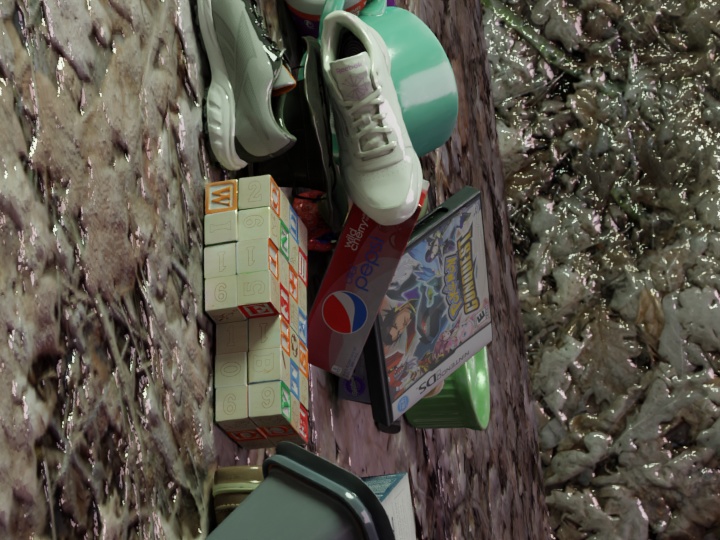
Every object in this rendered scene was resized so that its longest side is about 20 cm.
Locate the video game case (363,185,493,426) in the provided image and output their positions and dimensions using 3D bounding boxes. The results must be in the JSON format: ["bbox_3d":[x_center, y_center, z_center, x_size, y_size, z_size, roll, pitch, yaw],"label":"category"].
[{"bbox_3d":[0.070,0.038,1.702,0.180,0.025,0.202,-36,134,-33],"label":"video game case"}]

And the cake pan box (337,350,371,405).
[{"bbox_3d":[0.018,0.019,1.770,0.200,0.052,0.186,-71,168,-63],"label":"cake pan box"}]

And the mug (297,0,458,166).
[{"bbox_3d":[-0.001,-0.188,1.620,0.186,0.114,0.152,57,-32,10],"label":"mug"}]

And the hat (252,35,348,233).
[{"bbox_3d":[-0.064,-0.120,1.482,0.201,0.080,0.203,-10,90,-86],"label":"hat"}]

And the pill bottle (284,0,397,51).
[{"bbox_3d":[-0.013,-0.269,1.739,0.201,0.111,0.113,64,22,-55],"label":"pill bottle"}]

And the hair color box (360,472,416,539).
[{"bbox_3d":[0.010,0.279,1.666,0.200,0.060,0.101,-20,103,-78],"label":"hair color box"}]

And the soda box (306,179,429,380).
[{"bbox_3d":[0.000,0.000,1.551,0.070,0.063,0.202,-68,180,-66],"label":"soda box"}]

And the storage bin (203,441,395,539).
[{"bbox_3d":[-0.044,0.258,1.202,0.134,0.145,0.202,-38,129,-30],"label":"storage bin"}]

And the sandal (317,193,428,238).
[{"bbox_3d":[0.023,-0.078,1.656,0.082,0.055,0.199,51,28,11],"label":"sandal"}]

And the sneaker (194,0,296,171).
[{"bbox_3d":[-0.096,-0.190,1.392,0.074,0.078,0.203,7,75,-76],"label":"sneaker"}]

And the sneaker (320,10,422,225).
[{"bbox_3d":[-0.001,-0.137,1.440,0.100,0.074,0.202,41,33,-72],"label":"sneaker"}]

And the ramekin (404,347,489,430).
[{"bbox_3d":[0.106,0.113,2.112,0.200,0.097,0.202,-7,90,-78],"label":"ramekin"}]

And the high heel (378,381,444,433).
[{"bbox_3d":[0.059,0.086,1.875,0.200,0.071,0.144,117,-17,-56],"label":"high heel"}]

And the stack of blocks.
[{"bbox_3d":[-0.087,0.037,1.355,0.115,0.058,0.202,57,29,-64],"label":"stack of blocks"}]

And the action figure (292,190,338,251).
[{"bbox_3d":[-0.035,-0.054,1.680,0.200,0.051,0.066,-15,103,-76],"label":"action figure"}]

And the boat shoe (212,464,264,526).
[{"bbox_3d":[-0.068,0.217,1.332,0.202,0.074,0.076,35,51,-59],"label":"boat shoe"}]
